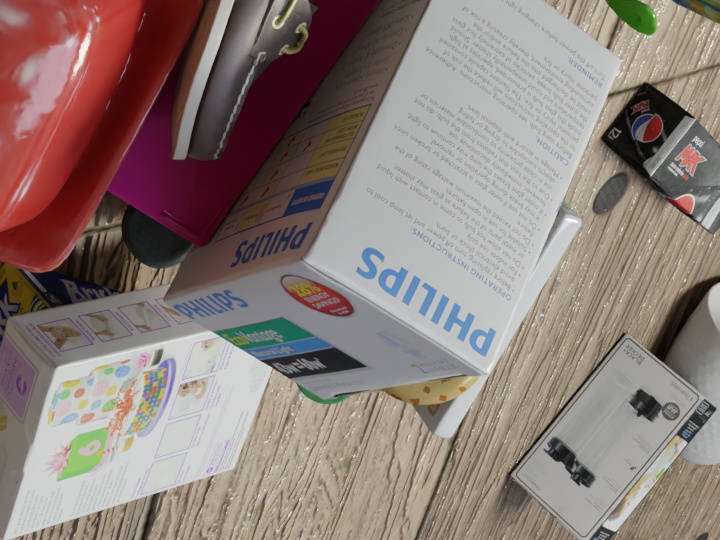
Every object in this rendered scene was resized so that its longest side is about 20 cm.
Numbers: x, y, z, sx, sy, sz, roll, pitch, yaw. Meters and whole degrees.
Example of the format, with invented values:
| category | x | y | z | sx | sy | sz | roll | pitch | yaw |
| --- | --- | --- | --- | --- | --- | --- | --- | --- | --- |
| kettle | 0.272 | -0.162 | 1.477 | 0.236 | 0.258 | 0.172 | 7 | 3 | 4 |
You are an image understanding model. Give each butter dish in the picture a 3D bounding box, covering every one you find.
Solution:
| category | x | y | z | sx | sy | sz | roll | pitch | yaw |
| --- | --- | --- | --- | --- | --- | --- | --- | --- | --- |
| butter dish | -0.204 | -0.103 | 0.856 | 0.200 | 0.199 | 0.148 | -59 | -174 | 17 |

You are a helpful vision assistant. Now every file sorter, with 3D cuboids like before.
| category | x | y | z | sx | sy | sz | roll | pitch | yaw |
| --- | --- | --- | --- | --- | --- | --- | --- | --- | --- |
| file sorter | -0.097 | -0.148 | 1.005 | 0.139 | 0.126 | 0.201 | 32 | 101 | -23 |

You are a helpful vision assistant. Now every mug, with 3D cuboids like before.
| category | x | y | z | sx | sy | sz | roll | pitch | yaw |
| --- | --- | --- | --- | --- | --- | --- | --- | --- | --- |
| mug | 0.411 | 0.111 | 1.982 | 0.176 | 0.147 | 0.200 | -62 | 178 | 36 |

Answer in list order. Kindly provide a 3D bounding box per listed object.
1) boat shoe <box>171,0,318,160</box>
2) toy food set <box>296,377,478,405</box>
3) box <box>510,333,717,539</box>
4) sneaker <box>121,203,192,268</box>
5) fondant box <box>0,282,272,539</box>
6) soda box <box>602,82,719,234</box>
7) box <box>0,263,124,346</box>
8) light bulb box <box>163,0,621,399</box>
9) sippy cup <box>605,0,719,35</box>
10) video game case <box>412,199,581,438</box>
| category | x | y | z | sx | sy | sz | roll | pitch | yaw |
| --- | --- | --- | --- | --- | --- | --- | --- | --- | --- |
| boat shoe | -0.048 | -0.146 | 0.911 | 0.059 | 0.072 | 0.201 | 15 | 102 | -16 |
| toy food set | 0.000 | 0.000 | 1.287 | 0.049 | 0.196 | 0.202 | -77 | 169 | -77 |
| box | 0.268 | 0.183 | 1.886 | 0.200 | 0.117 | 0.060 | -52 | 152 | 3 |
| sneaker | -0.075 | -0.085 | 1.155 | 0.201 | 0.067 | 0.108 | -42 | -169 | 1 |
| fondant box | -0.152 | 0.084 | 1.170 | 0.199 | 0.058 | 0.145 | -14 | 136 | -45 |
| soda box | 0.300 | -0.101 | 1.657 | 0.071 | 0.063 | 0.200 | -52 | 149 | 6 |
| box | -0.179 | 0.054 | 1.220 | 0.070 | 0.064 | 0.200 | -53 | 150 | 9 |
| light bulb box | 0.014 | -0.047 | 0.993 | 0.124 | 0.198 | 0.201 | 32 | 70 | -20 |
| sippy cup | 0.281 | -0.257 | 1.393 | 0.139 | 0.130 | 0.178 | 10 | 117 | -55 |
| video game case | 0.071 | -0.005 | 1.364 | 0.023 | 0.182 | 0.201 | 16 | 114 | -35 |
